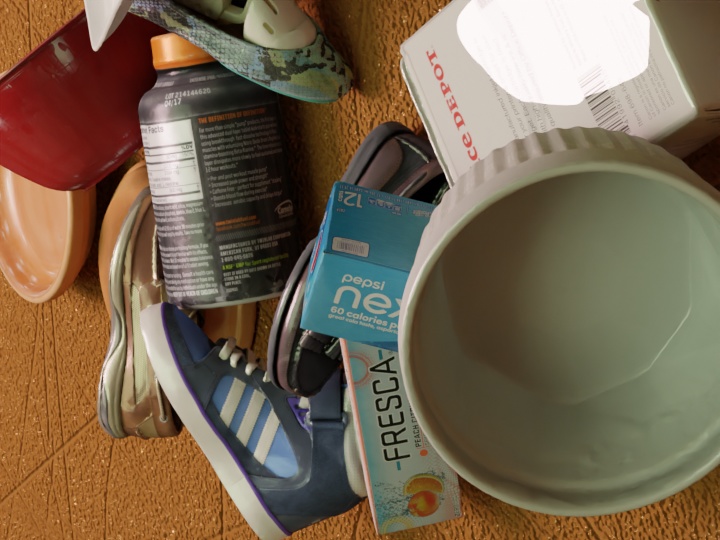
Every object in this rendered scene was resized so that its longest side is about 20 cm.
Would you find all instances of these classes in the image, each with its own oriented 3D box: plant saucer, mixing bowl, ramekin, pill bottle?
[{"bbox_3d":[-0.279,-0.074,1.618,0.200,0.037,0.202,21,115,53],"label":"plant saucer"},{"bbox_3d":[-0.158,0.007,1.518,0.199,0.037,0.202,17,113,47],"label":"plant saucer"},{"bbox_3d":[-0.213,-0.133,1.448,0.109,0.200,0.200,51,142,-9],"label":"mixing bowl"},{"bbox_3d":[0.117,0.018,0.993,0.105,0.198,0.202,-91,8,-66],"label":"ramekin"},{"bbox_3d":[-0.105,-0.079,1.373,0.106,0.106,0.202,-1,100,51],"label":"pill bottle"}]

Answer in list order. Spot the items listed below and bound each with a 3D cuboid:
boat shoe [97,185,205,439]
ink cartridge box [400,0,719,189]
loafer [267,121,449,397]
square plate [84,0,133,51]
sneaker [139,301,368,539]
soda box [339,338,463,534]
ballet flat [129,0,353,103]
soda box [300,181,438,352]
[{"bbox_3d":[-0.154,0.035,1.447,0.071,0.076,0.202,9,101,14],"label":"boat shoe"},{"bbox_3d":[0.127,-0.116,1.091,0.200,0.084,0.147,-34,74,48],"label":"ink cartridge box"},{"bbox_3d":[0.000,0.000,1.258,0.063,0.072,0.201,30,99,35],"label":"loafer"},{"bbox_3d":[-0.153,-0.276,1.219,0.198,0.028,0.202,139,125,-59],"label":"square plate"},{"bbox_3d":[-0.053,0.083,1.342,0.201,0.146,0.081,59,-174,-3],"label":"sneaker"},{"bbox_3d":[0.022,0.073,1.234,0.069,0.063,0.201,-104,5,-60],"label":"soda box"},{"bbox_3d":[-0.092,-0.183,1.296,0.199,0.074,0.075,24,126,4],"label":"ballet flat"},{"bbox_3d":[0.069,0.014,1.093,0.064,0.198,0.068,-81,7,-45],"label":"soda box"}]
